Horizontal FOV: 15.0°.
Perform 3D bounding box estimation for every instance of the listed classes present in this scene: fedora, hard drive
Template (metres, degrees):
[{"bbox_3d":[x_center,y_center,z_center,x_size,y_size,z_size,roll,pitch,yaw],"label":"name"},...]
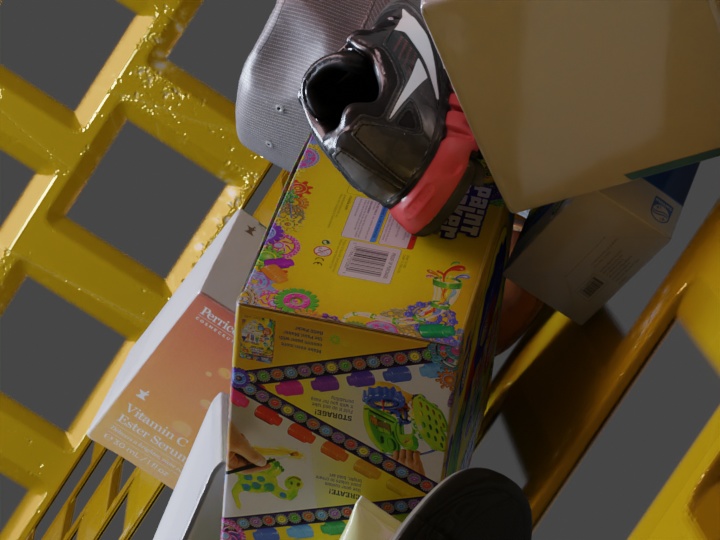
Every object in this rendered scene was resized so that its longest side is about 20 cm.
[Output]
[{"bbox_3d":[-0.020,-0.129,1.687,0.200,0.090,0.177,113,179,-58],"label":"fedora"},{"bbox_3d":[-0.102,0.156,1.679,0.200,0.027,0.132,-111,44,-80],"label":"hard drive"}]

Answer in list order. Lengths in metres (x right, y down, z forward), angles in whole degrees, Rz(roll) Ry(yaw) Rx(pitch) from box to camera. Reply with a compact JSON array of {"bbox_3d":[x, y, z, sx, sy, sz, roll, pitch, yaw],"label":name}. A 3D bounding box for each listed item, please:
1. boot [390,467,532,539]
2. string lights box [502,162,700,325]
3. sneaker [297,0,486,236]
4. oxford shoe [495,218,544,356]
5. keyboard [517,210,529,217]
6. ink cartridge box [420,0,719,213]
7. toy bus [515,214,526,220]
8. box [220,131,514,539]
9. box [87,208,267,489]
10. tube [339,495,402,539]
[{"bbox_3d":[0.003,0.194,1.391,0.204,0.073,0.154,-63,14,-14],"label":"boot"},{"bbox_3d":[0.157,-0.076,1.564,0.103,0.059,0.200,-49,12,49],"label":"string lights box"},{"bbox_3d":[0.015,-0.105,1.496,0.071,0.098,0.201,-49,22,30],"label":"sneaker"},{"bbox_3d":[0.043,0.041,1.674,0.200,0.071,0.071,-41,-4,35],"label":"oxford shoe"},{"bbox_3d":[0.084,-0.071,1.717,0.200,0.011,0.056,29,129,50],"label":"keyboard"},{"bbox_3d":[0.124,-0.162,1.473,0.146,0.146,0.200,-15,37,15],"label":"ink cartridge box"},{"bbox_3d":[0.143,-0.120,1.743,0.200,0.078,0.065,-57,8,8],"label":"toy bus"},{"bbox_3d":[0.006,0.050,1.526,0.200,0.122,0.193,-69,-12,-53],"label":"box"},{"bbox_3d":[-0.092,0.080,2.116,0.200,0.152,0.106,-51,10,41],"label":"box"},{"bbox_3d":[-0.014,0.207,1.490,0.200,0.058,0.052,-56,41,34],"label":"tube"}]
